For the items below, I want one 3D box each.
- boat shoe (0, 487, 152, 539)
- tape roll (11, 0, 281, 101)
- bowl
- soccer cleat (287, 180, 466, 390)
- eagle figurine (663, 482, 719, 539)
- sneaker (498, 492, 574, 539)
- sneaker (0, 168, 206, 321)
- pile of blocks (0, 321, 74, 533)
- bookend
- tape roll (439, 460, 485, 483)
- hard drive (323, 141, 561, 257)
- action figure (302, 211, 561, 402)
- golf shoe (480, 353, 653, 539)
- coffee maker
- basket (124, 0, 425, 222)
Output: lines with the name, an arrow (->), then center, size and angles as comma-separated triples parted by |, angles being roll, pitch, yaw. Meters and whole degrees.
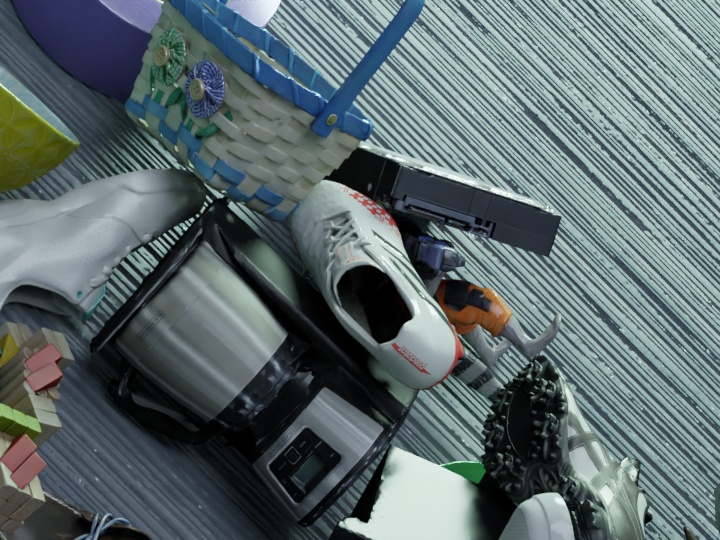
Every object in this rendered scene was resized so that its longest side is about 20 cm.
boat shoe -> -0.165, 0.189, 1.477 | 0.199, 0.072, 0.072 | 37, 49, -9
tape roll -> -0.161, -0.231, 1.735 | 0.199, 0.085, 0.201 | 17, 55, -25
bowl -> -0.295, -0.110, 1.538 | 0.200, 0.200, 0.108 | 41, 91, -5
soccer cleat -> 0.000, 0.000, 1.564 | 0.085, 0.069, 0.200 | 37, 15, -52
eagle figurine -> 0.305, 0.270, 1.716 | 0.199, 0.151, 0.152 | 21, 41, -9
sneaker -> 0.059, 0.223, 1.415 | 0.115, 0.201, 0.074 | 4, 29, -16
sneaker -> -0.189, -0.011, 1.595 | 0.199, 0.075, 0.089 | -16, 77, -29
pile of blocks -> -0.224, 0.078, 1.461 | 0.082, 0.062, 0.201 | 42, 21, -24
bookend -> 0.076, 0.181, 1.564 | 0.199, 0.092, 0.199 | 24, 36, -5
tape roll -> 0.087, 0.236, 1.635 | 0.199, 0.048, 0.202 | 18, 53, -25
hard drive -> 0.045, -0.061, 1.707 | 0.139, 0.200, 0.038 | 16, 95, -24
action figure -> 0.046, 0.024, 1.687 | 0.192, 0.200, 0.105 | 23, 92, -11
golf shoe -> 0.140, 0.143, 1.526 | 0.094, 0.078, 0.201 | 31, 29, -31
coffee maker -> -0.059, 0.053, 1.593 | 0.200, 0.135, 0.192 | 43, 46, -5
basket -> -0.058, -0.150, 1.602 | 0.139, 0.201, 0.176 | 32, 6, -47
